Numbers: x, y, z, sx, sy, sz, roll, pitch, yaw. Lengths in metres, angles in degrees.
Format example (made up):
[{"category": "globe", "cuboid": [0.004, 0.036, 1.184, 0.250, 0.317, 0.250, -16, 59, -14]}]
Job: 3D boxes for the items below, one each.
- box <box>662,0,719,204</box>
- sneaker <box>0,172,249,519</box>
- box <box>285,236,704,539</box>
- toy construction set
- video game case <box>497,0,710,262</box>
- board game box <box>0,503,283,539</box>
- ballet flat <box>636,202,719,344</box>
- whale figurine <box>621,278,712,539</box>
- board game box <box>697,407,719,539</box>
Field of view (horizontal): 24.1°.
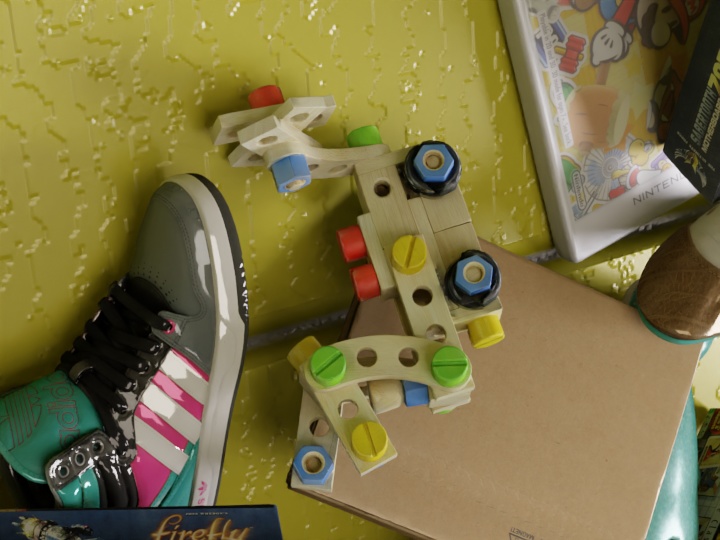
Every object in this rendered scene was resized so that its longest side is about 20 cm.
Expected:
[{"category": "box", "cuboid": [0.268, -0.138, 0.924, 0.199, 0.051, 0.158, -29, 153, -18]}, {"category": "sneaker", "cuboid": [-0.128, 0.053, 0.815, 0.120, 0.083, 0.202, -8, 114, -39]}, {"category": "box", "cuboid": [0.078, 0.075, 0.911, 0.199, 0.021, 0.165, 23, 76, -13]}, {"category": "toy construction set", "cuboid": [0.000, 0.000, 0.846, 0.130, 0.092, 0.201, -17, 88, -5]}, {"category": "video game case", "cuboid": [0.168, -0.129, 0.954, 0.181, 0.023, 0.201, -28, 120, -19]}, {"category": "board game box", "cuboid": [-0.147, 0.166, 0.810, 0.198, 0.035, 0.136, 2, 137, -17]}, {"category": "ballet flat", "cuboid": [0.229, -0.019, 0.971, 0.199, 0.068, 0.073, -19, 147, -46]}, {"category": "whale figurine", "cuboid": [0.160, 0.110, 0.990, 0.159, 0.104, 0.201, 23, 93, -40]}, {"category": "board game box", "cuboid": [0.206, 0.175, 1.017, 0.023, 0.105, 0.201, 34, 74, -20]}]
